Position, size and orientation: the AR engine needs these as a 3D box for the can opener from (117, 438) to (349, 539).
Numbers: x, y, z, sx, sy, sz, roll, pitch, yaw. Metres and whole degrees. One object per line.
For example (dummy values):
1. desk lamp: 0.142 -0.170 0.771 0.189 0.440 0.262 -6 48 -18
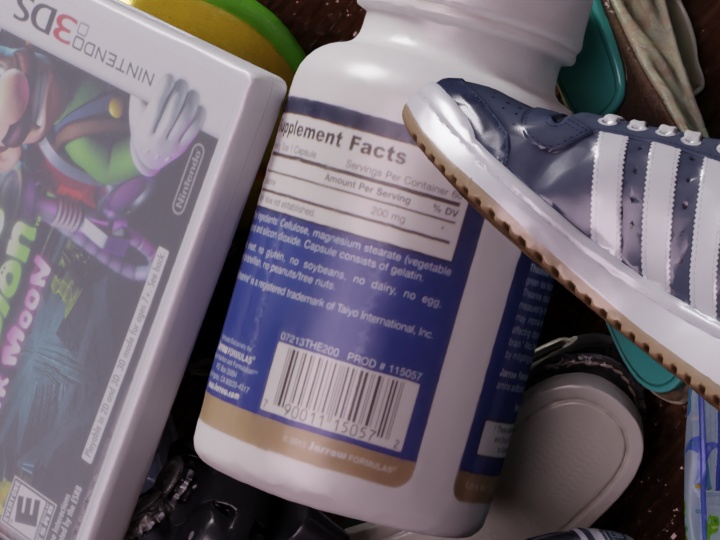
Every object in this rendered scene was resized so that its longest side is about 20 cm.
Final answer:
1. can opener: -0.087 0.114 0.930 0.079 0.064 0.200 44 147 -19

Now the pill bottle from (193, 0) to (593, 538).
1. pill bottle: 0.017 -0.015 0.839 0.111 0.111 0.201 17 91 30

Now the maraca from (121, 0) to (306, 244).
1. maraca: -0.109 -0.059 0.976 0.199 0.107 0.138 -11 119 22

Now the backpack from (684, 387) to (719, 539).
1. backpack: 0.179 0.051 0.786 0.153 0.163 0.201 9 88 46

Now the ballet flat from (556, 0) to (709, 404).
1. ballet flat: 0.112 -0.052 0.874 0.067 0.062 0.201 -27 74 52

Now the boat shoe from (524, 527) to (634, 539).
1. boat shoe: 0.038 0.166 0.865 0.071 0.090 0.201 -100 17 -47

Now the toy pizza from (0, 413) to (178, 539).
1. toy pizza: -0.157 0.050 1.018 0.199 0.032 0.201 19 132 23

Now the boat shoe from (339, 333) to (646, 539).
1. boat shoe: 0.035 0.098 0.926 0.074 0.060 0.200 39 117 -8

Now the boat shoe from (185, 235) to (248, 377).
1. boat shoe: 0.000 0.000 0.943 0.199 0.064 0.071 -27 76 29

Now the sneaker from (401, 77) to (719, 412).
1. sneaker: 0.111 -0.026 0.723 0.200 0.070 0.109 40 93 27

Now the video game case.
1. video game case: -0.126 -0.008 0.894 0.181 0.023 0.201 28 102 39
